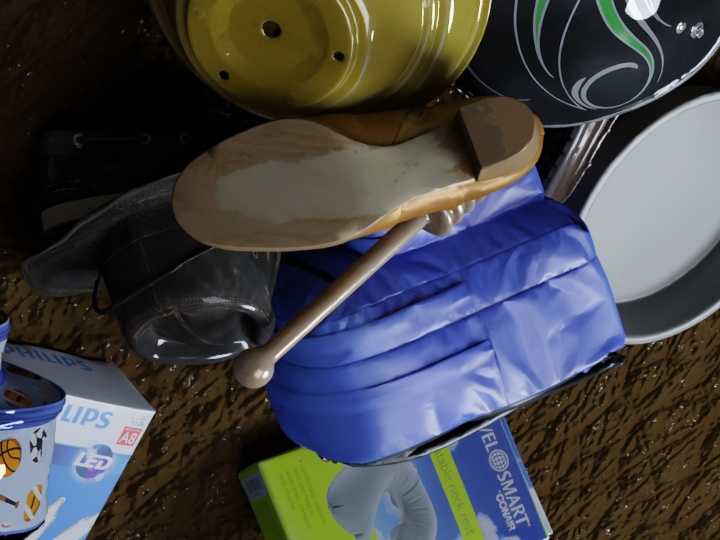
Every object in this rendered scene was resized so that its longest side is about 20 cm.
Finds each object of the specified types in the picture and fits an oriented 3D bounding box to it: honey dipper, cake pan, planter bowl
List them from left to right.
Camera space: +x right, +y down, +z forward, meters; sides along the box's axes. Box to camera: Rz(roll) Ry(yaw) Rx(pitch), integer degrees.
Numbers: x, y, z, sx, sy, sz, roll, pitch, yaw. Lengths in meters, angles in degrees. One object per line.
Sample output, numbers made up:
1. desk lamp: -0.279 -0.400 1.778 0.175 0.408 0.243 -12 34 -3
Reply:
1. planter bowl: -0.037 -0.143 1.324 0.083 0.200 0.201 -65 165 -54
2. honey dipper: 0.000 0.000 1.421 0.200 0.038 0.038 -43 140 -25
3. cake pan: 0.212 -0.042 1.718 0.200 0.037 0.200 -21 133 -24

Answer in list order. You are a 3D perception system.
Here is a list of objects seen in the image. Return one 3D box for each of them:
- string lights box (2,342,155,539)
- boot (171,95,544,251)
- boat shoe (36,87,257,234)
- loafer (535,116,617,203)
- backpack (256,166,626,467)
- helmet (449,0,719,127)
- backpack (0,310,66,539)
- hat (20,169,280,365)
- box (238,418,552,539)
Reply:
1. string lights box: -0.218 0.143 1.509 0.103 0.059 0.200 14 112 -42
2. boot: 0.002 -0.046 1.351 0.201 0.071 0.144 -14 174 -2
3. boat shoe: -0.093 -0.070 1.440 0.199 0.075 0.066 -13 84 -20
4. loafer: 0.149 -0.120 1.581 0.071 0.073 0.200 9 116 -41
5. backpack: 0.026 0.018 1.536 0.200 0.162 0.168 -28 106 -18
6. helmet: 0.109 -0.197 1.410 0.200 0.200 0.191 -34 133 -12
7. backpack: -0.259 0.080 1.351 0.190 0.200 0.154 9 103 -45
8. hat: -0.087 0.007 1.419 0.200 0.081 0.201 -19 165 -5
9. box: 0.033 0.153 1.673 0.200 0.122 0.048 -20 175 -25
